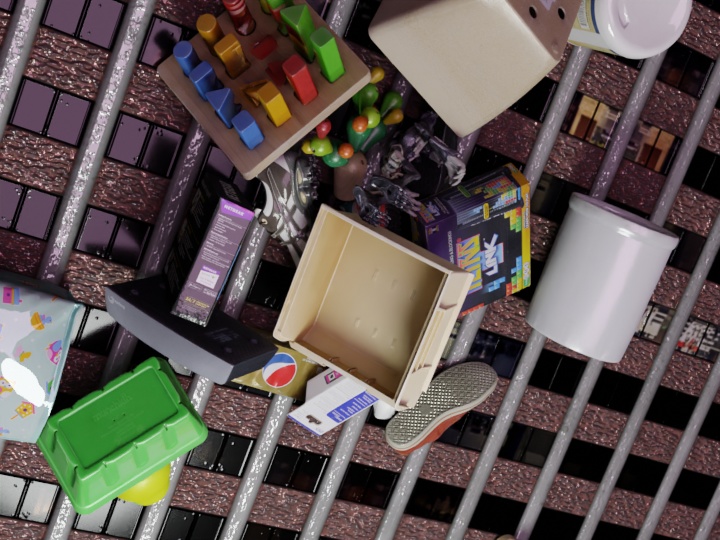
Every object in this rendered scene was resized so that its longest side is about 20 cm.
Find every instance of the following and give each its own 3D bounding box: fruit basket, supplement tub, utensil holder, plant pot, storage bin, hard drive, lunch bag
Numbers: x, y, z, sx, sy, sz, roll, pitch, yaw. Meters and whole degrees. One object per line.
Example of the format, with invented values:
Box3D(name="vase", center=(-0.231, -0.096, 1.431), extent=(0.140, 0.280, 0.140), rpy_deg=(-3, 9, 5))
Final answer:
Box3D(name="fruit basket", center=(-0.309, 0.227, 1.493), extent=(0.214, 0.216, 0.156), rpy_deg=(-33, 76, -9))
Box3D(name="supplement tub", center=(0.330, -0.367, 1.506), extent=(0.142, 0.200, 0.147), rpy_deg=(-7, 110, -20))
Box3D(name="utensil holder", center=(0.349, 0.010, 1.660), extent=(0.168, 0.170, 0.203), rpy_deg=(17, 103, -26))
Box3D(name="plant pot", center=(0.161, -0.324, 1.419), extent=(0.200, 0.176, 0.202), rpy_deg=(43, 55, -28))
Box3D(name="storage bin", center=(0.013, 0.049, 1.450), extent=(0.093, 0.198, 0.201), rpy_deg=(0, 115, -63))
Box3D(name="hard drive", center=(-0.213, 0.073, 1.406), extent=(0.135, 0.198, 0.043), rpy_deg=(-15, 132, -66))
Box3D(name="lunch bag", center=(-0.452, 0.105, 1.387), extent=(0.168, 0.122, 0.203), rpy_deg=(17, 95, -27))

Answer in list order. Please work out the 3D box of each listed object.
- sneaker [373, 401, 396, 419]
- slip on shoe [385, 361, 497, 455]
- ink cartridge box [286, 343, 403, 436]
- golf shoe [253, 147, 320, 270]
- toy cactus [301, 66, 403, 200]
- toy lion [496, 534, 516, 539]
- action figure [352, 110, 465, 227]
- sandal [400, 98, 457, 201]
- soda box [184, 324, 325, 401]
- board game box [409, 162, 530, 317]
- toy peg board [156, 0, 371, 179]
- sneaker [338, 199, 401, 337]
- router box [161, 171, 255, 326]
Box3D(name="sneaker", center=(0.017, 0.118, 1.621), extent=(0.086, 0.075, 0.204), rpy_deg=(-6, 104, -7))
Box3D(name="slip on shoe", center=(0.121, 0.206, 1.692), extent=(0.199, 0.074, 0.061), rpy_deg=(-36, 152, -15))
Box3D(name="ink cartridge box", center=(-0.003, 0.155, 1.555), extent=(0.199, 0.037, 0.095), rpy_deg=(-34, 143, 11))
Box3D(name="golf shoe", center=(-0.096, -0.066, 1.513), extent=(0.093, 0.078, 0.203), rpy_deg=(-4, 114, 4))
Box3D(name="toy cactus", center=(-0.016, -0.170, 1.469), extent=(0.101, 0.200, 0.167), rpy_deg=(22, 126, 12))
Box3D(name="toy lion", center=(0.235, 0.544, 1.851), extent=(0.199, 0.069, 0.193), rpy_deg=(-34, 124, -8))
Box3D(name="action figure", center=(0.068, -0.128, 1.470), extent=(0.102, 0.200, 0.119), rpy_deg=(44, 133, -6))
Box3D(name="sandal", center=(0.108, -0.172, 1.555), extent=(0.047, 0.075, 0.204), rpy_deg=(5, 106, -42))
Box3D(name="soda box", center=(-0.149, 0.118, 1.546), extent=(0.198, 0.064, 0.069), rpy_deg=(19, 99, -26))
Box3D(name="board game box", center=(0.158, -0.033, 1.589), extent=(0.163, 0.057, 0.202), rpy_deg=(-24, 136, -14))
Box3D(name="toy peg board", center=(-0.127, -0.256, 1.348), extent=(0.198, 0.200, 0.098), rpy_deg=(-39, 157, -6))
Box3D(name="sneaker", center=(0.000, -0.001, 1.550), extent=(0.070, 0.092, 0.204), rpy_deg=(-1, 96, -67))
Box3D(name="router box", center=(-0.192, -0.032, 1.401), extent=(0.050, 0.200, 0.151), rpy_deg=(22, 98, -17))
